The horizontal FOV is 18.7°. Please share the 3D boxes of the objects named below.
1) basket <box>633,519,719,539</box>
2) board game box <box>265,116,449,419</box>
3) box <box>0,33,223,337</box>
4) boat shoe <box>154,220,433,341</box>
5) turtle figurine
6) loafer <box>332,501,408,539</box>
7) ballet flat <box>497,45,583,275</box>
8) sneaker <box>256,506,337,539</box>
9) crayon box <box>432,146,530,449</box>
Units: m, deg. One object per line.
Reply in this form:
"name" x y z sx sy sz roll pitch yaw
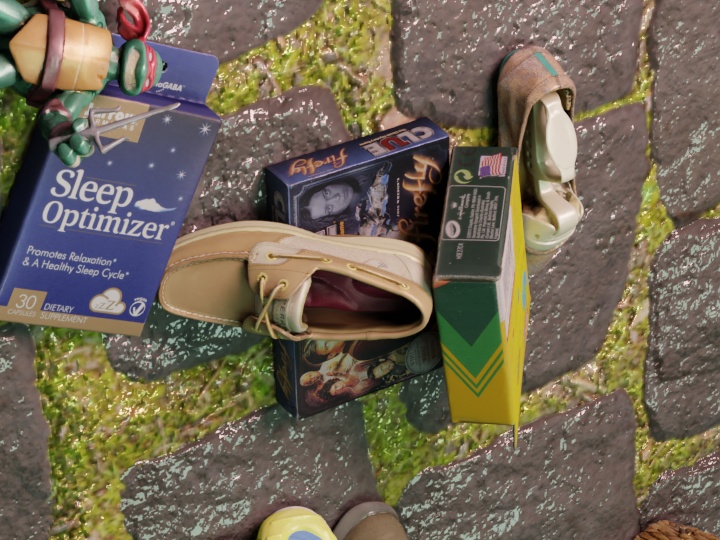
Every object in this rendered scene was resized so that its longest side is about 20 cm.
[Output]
"basket" 0.307 0.330 1.904 0.143 0.200 0.149 -40 130 -10
"board game box" 0.000 0.000 1.592 0.135 0.035 0.201 -19 127 -25
"box" -0.168 -0.055 1.442 0.121 0.032 0.201 8 111 -38
"boat shoe" -0.046 0.012 1.503 0.199 0.067 0.074 -1 122 -5
"turtle figurine" -0.185 -0.133 1.329 0.199 0.101 0.151 5 78 -23
"loafer" -0.017 0.281 1.730 0.075 0.070 0.201 11 110 -39
"ballet flat" 0.134 -0.068 1.623 0.068 0.067 0.201 -26 129 -22
"sneaker" -0.092 0.262 1.640 0.200 0.105 0.076 -39 132 -10
"crayon box" 0.091 0.023 1.595 0.050 0.127 0.201 1 139 10
